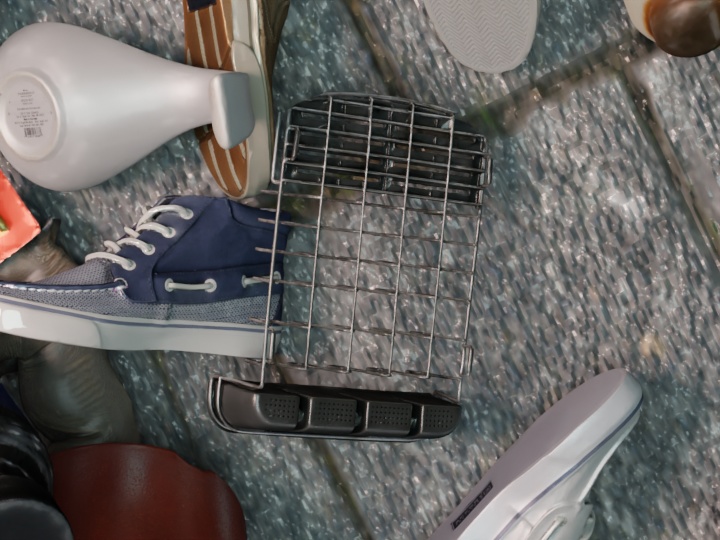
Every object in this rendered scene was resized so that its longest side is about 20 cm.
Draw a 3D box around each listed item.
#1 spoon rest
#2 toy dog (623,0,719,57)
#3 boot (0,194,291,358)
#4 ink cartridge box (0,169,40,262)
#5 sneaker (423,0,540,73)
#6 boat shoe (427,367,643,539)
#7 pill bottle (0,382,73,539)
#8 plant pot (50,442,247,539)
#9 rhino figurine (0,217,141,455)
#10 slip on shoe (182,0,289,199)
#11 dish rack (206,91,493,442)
[{"bbox_3d":[-0.136,-0.092,1.068,0.199,0.061,0.100,4,106,36],"label":"spoon rest"},{"bbox_3d":[0.239,-0.190,1.060,0.199,0.140,0.194,-13,132,0],"label":"toy dog"},{"bbox_3d":[-0.127,-0.002,1.067,0.200,0.073,0.091,6,92,-42],"label":"boot"},{"bbox_3d":[-0.311,-0.026,1.090,0.200,0.057,0.163,-38,78,9],"label":"ink cartridge box"},{"bbox_3d":[0.075,-0.220,1.072,0.073,0.116,0.200,5,134,22],"label":"sneaker"},{"bbox_3d":[0.105,0.144,1.121,0.065,0.074,0.200,41,105,-9],"label":"boat shoe"},{"bbox_3d":[-0.229,0.099,0.991,0.112,0.200,0.112,-19,130,-25],"label":"pill bottle"},{"bbox_3d":[-0.137,0.213,1.038,0.200,0.196,0.201,-2,132,-2],"label":"plant pot"},{"bbox_3d":[-0.189,0.044,1.111,0.087,0.060,0.201,-16,90,3],"label":"rhino figurine"},{"bbox_3d":[-0.068,-0.143,1.090,0.060,0.076,0.201,-15,99,-30],"label":"slip on shoe"},{"bbox_3d":[0.000,0.000,1.083,0.153,0.054,0.201,6,90,-31],"label":"dish rack"}]
